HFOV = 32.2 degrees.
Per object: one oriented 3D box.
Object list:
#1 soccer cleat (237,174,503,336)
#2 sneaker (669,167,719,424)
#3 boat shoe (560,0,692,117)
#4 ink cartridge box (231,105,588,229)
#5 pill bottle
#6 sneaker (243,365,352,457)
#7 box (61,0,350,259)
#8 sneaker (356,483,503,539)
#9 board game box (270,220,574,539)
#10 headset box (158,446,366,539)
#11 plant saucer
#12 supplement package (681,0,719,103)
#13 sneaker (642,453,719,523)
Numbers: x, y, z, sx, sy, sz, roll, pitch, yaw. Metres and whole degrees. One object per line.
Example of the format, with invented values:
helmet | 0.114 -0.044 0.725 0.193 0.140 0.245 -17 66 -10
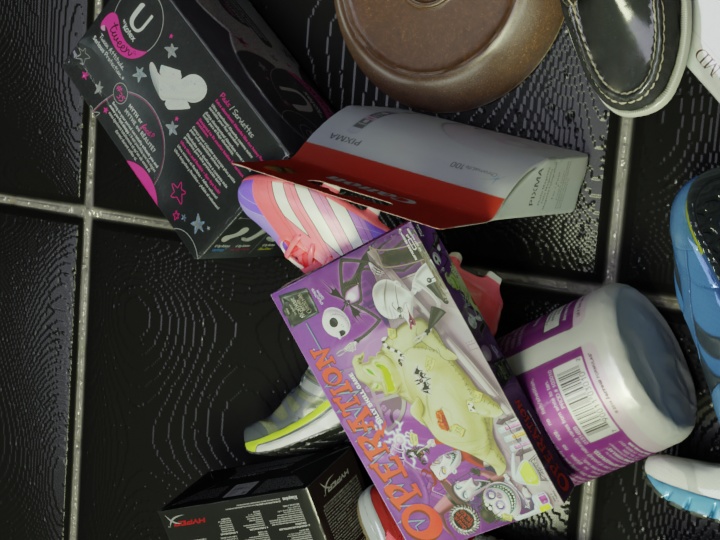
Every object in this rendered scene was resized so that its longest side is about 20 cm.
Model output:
soccer cleat | 0.000 0.000 0.836 0.199 0.067 0.077 27 76 2
sneaker | 0.239 0.037 0.785 0.066 0.078 0.201 -9 76 -3
boat shoe | 0.131 -0.184 0.670 0.074 0.060 0.201 -4 90 33
ink cartridge box | 0.039 -0.074 0.830 0.162 0.200 0.057 19 100 30
pill bottle | 0.116 0.098 0.850 0.199 0.112 0.113 -29 79 31
sneaker | -0.016 0.086 0.966 0.200 0.074 0.081 -33 61 28
box | -0.106 -0.121 0.958 0.115 0.132 0.200 -44 71 24
sneaker | 0.093 0.209 0.897 0.200 0.071 0.113 46 120 12
board game box | 0.038 0.077 0.801 0.120 0.032 0.201 -27 94 34
headset box | -0.048 0.251 0.968 0.148 0.077 0.201 -16 101 32
plant saucer | 0.056 -0.216 0.906 0.199 0.034 0.202 3 95 31
supplement package | 0.261 -0.201 0.712 0.200 0.147 0.192 -46 71 26
sneaker | 0.279 0.127 0.783 0.199 0.075 0.087 8 88 26
